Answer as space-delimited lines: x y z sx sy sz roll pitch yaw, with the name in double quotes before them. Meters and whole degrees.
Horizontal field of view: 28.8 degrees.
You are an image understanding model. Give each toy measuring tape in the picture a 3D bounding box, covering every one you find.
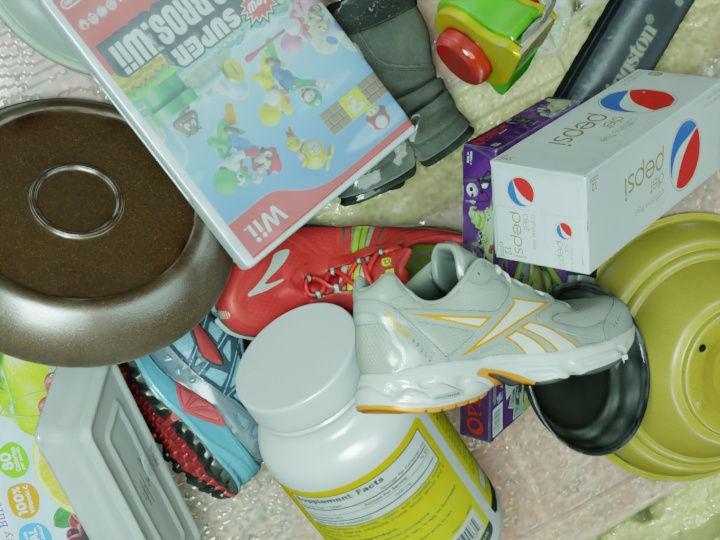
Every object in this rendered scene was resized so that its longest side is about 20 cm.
"toy measuring tape" 0.085 -0.164 0.871 0.073 0.200 0.074 1 79 -3

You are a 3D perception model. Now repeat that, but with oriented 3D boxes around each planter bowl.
"planter bowl" 0.251 0.063 0.993 0.198 0.083 0.202 -2 98 -15

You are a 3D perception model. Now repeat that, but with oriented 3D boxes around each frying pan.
"frying pan" 0.137 0.028 0.928 0.114 0.031 0.192 -14 88 -38

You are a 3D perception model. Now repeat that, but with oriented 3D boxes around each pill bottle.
"pill bottle" 0.005 0.118 0.901 0.112 0.112 0.201 -37 126 -5

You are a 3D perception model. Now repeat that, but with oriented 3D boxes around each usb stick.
"usb stick" 0.173 -0.137 0.974 0.055 0.033 0.201 30 90 -15

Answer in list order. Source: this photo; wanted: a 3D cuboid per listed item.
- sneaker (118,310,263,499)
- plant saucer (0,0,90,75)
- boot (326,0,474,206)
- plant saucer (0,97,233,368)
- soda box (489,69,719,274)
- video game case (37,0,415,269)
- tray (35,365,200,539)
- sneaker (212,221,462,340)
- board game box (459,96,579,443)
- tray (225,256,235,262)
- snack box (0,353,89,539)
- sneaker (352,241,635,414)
"sneaker" -0.123 0.048 0.924 0.095 0.079 0.201 -40 99 -33
"plant saucer" -0.148 -0.221 0.878 0.198 0.050 0.202 -2 99 -13
"boot" -0.027 -0.099 0.914 0.199 0.068 0.132 -24 101 -11
"plant saucer" -0.171 -0.034 0.843 0.198 0.032 0.202 8 53 -11
"soda box" 0.161 -0.068 0.887 0.200 0.068 0.064 -33 126 -45
"video game case" -0.077 -0.122 0.849 0.143 0.017 0.201 -40 98 -17
"tray" -0.139 0.136 0.858 0.022 0.108 0.201 -12 124 11
"sneaker" 0.000 0.000 0.912 0.198 0.085 0.078 -11 95 -24
"board game box" 0.104 -0.002 0.921 0.120 0.032 0.202 -27 124 -47
"tray" -0.170 -0.038 0.881 0.198 0.108 0.022 -3 142 -19
"snack box" -0.222 0.142 0.892 0.141 0.053 0.202 -12 101 11
"sneaker" 0.082 0.024 0.832 0.199 0.075 0.093 -10 92 -33
